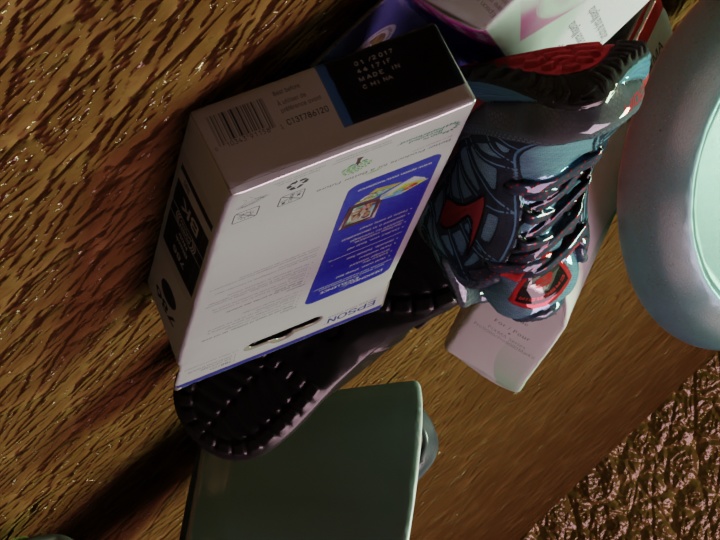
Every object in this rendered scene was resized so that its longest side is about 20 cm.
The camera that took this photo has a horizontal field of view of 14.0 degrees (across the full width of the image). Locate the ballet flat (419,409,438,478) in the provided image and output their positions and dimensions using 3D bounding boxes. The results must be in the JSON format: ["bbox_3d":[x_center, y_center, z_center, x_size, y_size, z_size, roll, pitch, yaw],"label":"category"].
[{"bbox_3d":[-0.024,0.157,1.808,0.200,0.073,0.073,-47,169,13],"label":"ballet flat"}]

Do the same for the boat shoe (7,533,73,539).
[{"bbox_3d":[-0.190,0.176,1.270,0.201,0.072,0.061,-40,168,-53],"label":"boat shoe"}]

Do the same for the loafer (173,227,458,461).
[{"bbox_3d":[0.000,0.000,1.279,0.200,0.073,0.071,-38,-177,9],"label":"loafer"}]

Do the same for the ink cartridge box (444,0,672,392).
[{"bbox_3d":[0.114,-0.055,1.357,0.161,0.050,0.200,-63,-176,-33],"label":"ink cartridge box"}]

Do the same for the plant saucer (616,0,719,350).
[{"bbox_3d":[0.202,-0.053,1.361,0.200,0.027,0.201,-18,120,-34],"label":"plant saucer"}]

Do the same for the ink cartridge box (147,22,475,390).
[{"bbox_3d":[-0.025,-0.020,1.097,0.099,0.039,0.200,-22,162,-19],"label":"ink cartridge box"}]

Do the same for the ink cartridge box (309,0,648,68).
[{"bbox_3d":[0.081,-0.120,1.136,0.200,0.043,0.196,-45,170,4],"label":"ink cartridge box"}]

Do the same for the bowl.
[{"bbox_3d":[-0.038,0.144,1.462,0.201,0.105,0.201,-169,-90,-85],"label":"bowl"}]

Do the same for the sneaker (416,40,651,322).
[{"bbox_3d":[0.071,-0.031,1.130,0.079,0.096,0.200,-11,173,-11],"label":"sneaker"}]
